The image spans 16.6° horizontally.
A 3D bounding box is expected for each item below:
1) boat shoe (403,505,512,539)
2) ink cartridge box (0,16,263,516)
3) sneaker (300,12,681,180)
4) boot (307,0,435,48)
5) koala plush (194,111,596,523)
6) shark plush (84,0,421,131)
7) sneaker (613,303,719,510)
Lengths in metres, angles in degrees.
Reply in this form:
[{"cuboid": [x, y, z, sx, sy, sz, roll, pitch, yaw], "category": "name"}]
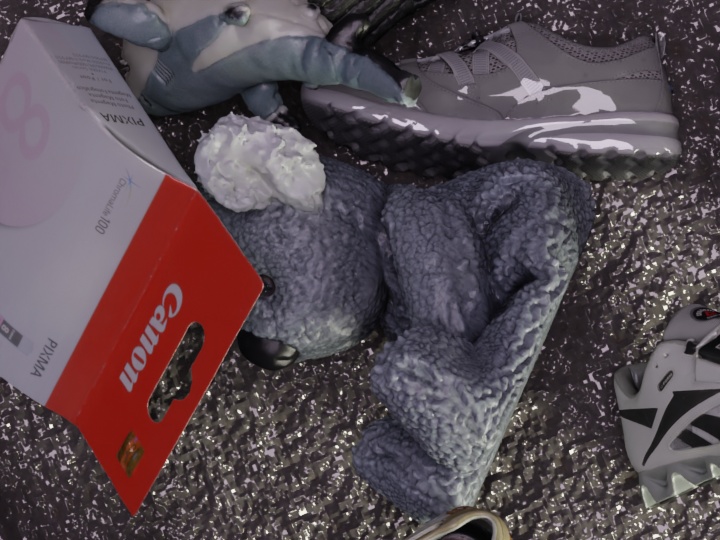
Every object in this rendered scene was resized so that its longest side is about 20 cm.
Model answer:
[{"cuboid": [-0.004, 0.186, 1.190, 0.075, 0.068, 0.200, 39, 70, 12], "category": "boat shoe"}, {"cuboid": [-0.142, -0.003, 1.233, 0.163, 0.057, 0.200, -60, 44, 30], "category": "ink cartridge box"}, {"cuboid": [0.069, -0.095, 1.298, 0.200, 0.075, 0.082, 4, 75, -3], "category": "sneaker"}, {"cuboid": [0.001, -0.232, 1.292, 0.158, 0.079, 0.211, -27, 87, 3], "category": "boot"}, {"cuboid": [0.000, 0.000, 1.250, 0.200, 0.177, 0.184, 24, 70, 5], "category": "koala plush"}, {"cuboid": [-0.044, -0.109, 1.260, 0.200, 0.091, 0.083, 5, 118, 29], "category": "shark plush"}, {"cuboid": [0.188, 0.053, 1.225, 0.074, 0.200, 0.089, -18, 82, -37], "category": "sneaker"}]
